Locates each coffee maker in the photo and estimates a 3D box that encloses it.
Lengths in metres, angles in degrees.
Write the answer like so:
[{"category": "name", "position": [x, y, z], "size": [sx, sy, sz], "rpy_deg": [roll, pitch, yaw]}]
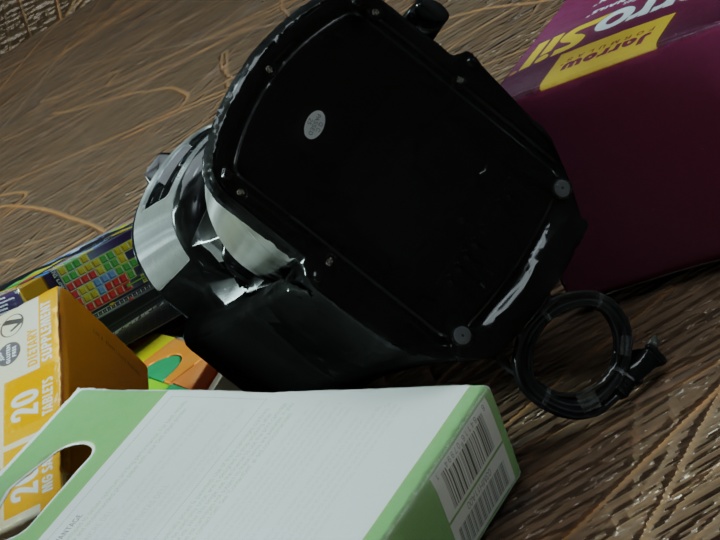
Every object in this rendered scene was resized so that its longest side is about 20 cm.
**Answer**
[{"category": "coffee maker", "position": [0.000, 0.000, 0.870], "size": [0.134, 0.193, 0.200], "rpy_deg": [-29, -2, -18]}]

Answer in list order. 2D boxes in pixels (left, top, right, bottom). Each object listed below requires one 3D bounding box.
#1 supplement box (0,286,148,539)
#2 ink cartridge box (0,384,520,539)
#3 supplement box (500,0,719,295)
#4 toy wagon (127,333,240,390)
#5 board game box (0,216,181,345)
[{"category": "supplement box", "position": [-0.192, 0.110, 0.921], "size": [0.199, 0.074, 0.127], "rpy_deg": [-27, 43, 17]}, {"category": "ink cartridge box", "position": [-0.058, 0.100, 0.774], "size": [0.199, 0.048, 0.146], "rpy_deg": [-4, 29, 32]}, {"category": "supplement box", "position": [0.157, -0.090, 0.918], "size": [0.130, 0.104, 0.200], "rpy_deg": [-17, 22, 35]}, {"category": "toy wagon", "position": [-0.109, 0.082, 0.999], "size": [0.155, 0.040, 0.200], "rpy_deg": [-37, 17, -18]}, {"category": "board game box", "position": [-0.138, 0.007, 1.155], "size": [0.165, 0.057, 0.200], "rpy_deg": [-32, 7, -26]}]
